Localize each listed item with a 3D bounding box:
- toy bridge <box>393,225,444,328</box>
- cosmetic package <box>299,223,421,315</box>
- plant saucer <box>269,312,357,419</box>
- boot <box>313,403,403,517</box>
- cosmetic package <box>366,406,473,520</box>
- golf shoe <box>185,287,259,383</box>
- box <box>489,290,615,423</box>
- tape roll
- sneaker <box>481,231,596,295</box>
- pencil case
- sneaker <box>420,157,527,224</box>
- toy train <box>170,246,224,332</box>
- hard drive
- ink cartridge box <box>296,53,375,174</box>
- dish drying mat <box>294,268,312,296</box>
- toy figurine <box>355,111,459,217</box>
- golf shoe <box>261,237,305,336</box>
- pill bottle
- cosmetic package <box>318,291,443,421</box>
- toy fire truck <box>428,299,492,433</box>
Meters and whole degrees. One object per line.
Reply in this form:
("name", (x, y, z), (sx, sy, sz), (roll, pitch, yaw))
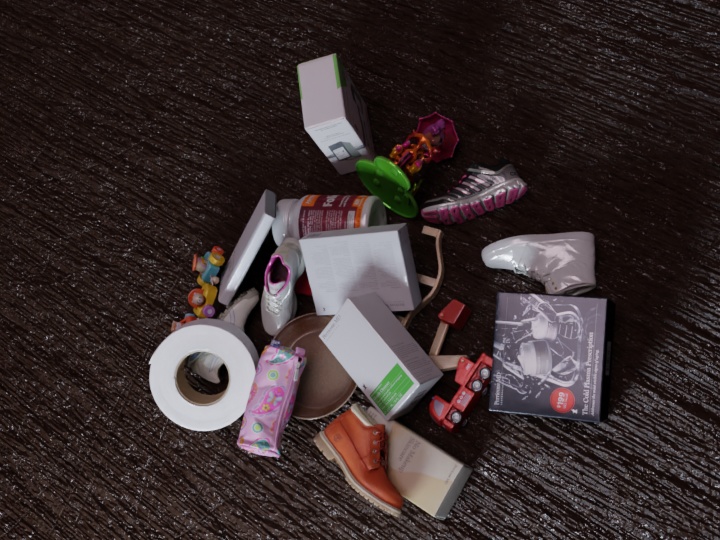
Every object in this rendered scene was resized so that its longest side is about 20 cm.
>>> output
("toy bridge", (0.115, 0.019, 1.729), (0.067, 0.027, 0.201), (17, 80, 25))
("cosmetic package", (0.000, 0.000, 1.699), (0.199, 0.052, 0.152), (-4, 107, 26))
("plant saucer", (-0.084, 0.180, 1.746), (0.199, 0.037, 0.201), (-7, 69, 18))
("boot", (0.018, 0.313, 1.561), (0.107, 0.075, 0.200), (-44, 62, 0))
("cosmetic package", (0.080, 0.329, 1.609), (0.199, 0.071, 0.106), (27, 84, 27))
("golf shoe", (-0.248, 0.129, 1.821), (0.097, 0.078, 0.200), (40, 90, 4))
("box", (0.317, 0.141, 1.546), (0.181, 0.104, 0.201), (3, 85, 23))
("tape roll", (-0.289, 0.193, 1.750), (0.201, 0.071, 0.204), (0, 97, 2))
("sneaker", (0.310, 0.001, 1.635), (0.199, 0.074, 0.116), (-7, 67, 18))
("pencil case", (-0.157, 0.232, 1.689), (0.087, 0.087, 0.201), (10, 75, 24))
("sneaker", (0.203, -0.150, 1.731), (0.199, 0.074, 0.088), (-19, 65, 10))
("toy train", (-0.327, 0.045, 1.839), (0.150, 0.055, 0.201), (-26, 50, 56))
("hard drive", (-0.217, -0.046, 1.798), (0.201, 0.026, 0.132), (-59, 17, 20))
("ink cartridge box", (-0.044, -0.296, 1.805), (0.084, 0.200, 0.146), (-14, 67, 13))
("dish drying mat", (-0.056, 0.016, 1.802), (0.199, 0.018, 0.077), (8, 76, 23))
("toy figurine", (0.106, -0.222, 1.743), (0.150, 0.200, 0.184), (40, 76, 7))
("golf shoe", (-0.158, 0.038, 1.759), (0.075, 0.091, 0.201), (19, 112, 16))
("pill bottle", (-0.059, -0.087, 1.785), (0.199, 0.114, 0.115), (3, 73, 21))
("cosmetic package", (0.034, 0.147, 1.635), (0.200, 0.085, 0.108), (48, 121, 20))
("toy fire truck", (0.165, 0.168, 1.646), (0.141, 0.049, 0.200), (32, 86, 28))
